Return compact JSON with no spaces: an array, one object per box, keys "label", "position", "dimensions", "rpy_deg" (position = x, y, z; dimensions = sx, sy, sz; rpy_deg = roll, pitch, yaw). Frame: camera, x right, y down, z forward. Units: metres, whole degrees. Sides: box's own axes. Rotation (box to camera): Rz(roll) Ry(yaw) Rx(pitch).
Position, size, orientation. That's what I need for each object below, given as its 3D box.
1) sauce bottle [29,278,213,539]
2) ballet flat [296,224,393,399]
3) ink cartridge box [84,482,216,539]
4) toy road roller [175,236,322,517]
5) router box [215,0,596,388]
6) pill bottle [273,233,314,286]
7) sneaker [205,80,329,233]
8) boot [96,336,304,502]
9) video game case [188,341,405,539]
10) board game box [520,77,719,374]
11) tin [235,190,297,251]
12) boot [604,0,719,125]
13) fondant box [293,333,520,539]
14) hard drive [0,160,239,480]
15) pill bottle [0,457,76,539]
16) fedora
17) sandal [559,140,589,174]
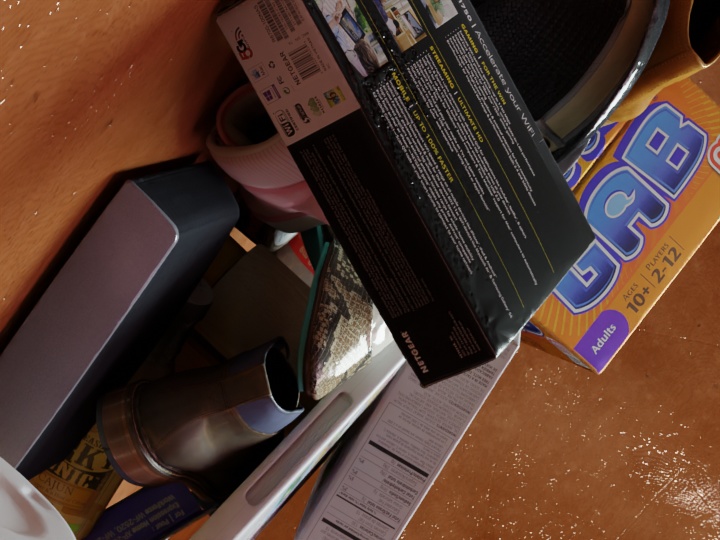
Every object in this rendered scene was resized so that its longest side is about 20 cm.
[{"label":"sauce bottle","position":[-0.153,0.083,1.010],"dimensions":[0.201,0.064,0.065],"rpy_deg":[-58,171,22]},{"label":"ballet flat","position":[0.000,0.000,0.979],"dimensions":[0.201,0.075,0.068],"rpy_deg":[-93,-175,-57]},{"label":"ink cartridge box","position":[-0.200,0.201,1.106],"dimensions":[0.197,0.044,0.200],"rpy_deg":[-30,176,-21]},{"label":"toy road roller","position":[-0.073,0.057,1.149],"dimensions":[0.200,0.123,0.146],"rpy_deg":[-51,175,38]},{"label":"router box","position":[0.029,-0.065,0.827],"dimensions":[0.051,0.201,0.149],"rpy_deg":[-23,-170,34]},{"label":"pill bottle","position":[-0.052,0.052,1.349],"dimensions":[0.200,0.109,0.109],"rpy_deg":[-53,174,15]},{"label":"sneaker","position":[-0.043,-0.072,0.934],"dimensions":[0.076,0.104,0.200],"rpy_deg":[-57,-156,-5]},{"label":"boot","position":[-0.061,0.084,0.959],"dimensions":[0.096,0.075,0.200],"rpy_deg":[-20,170,17]},{"label":"video game case","position":[-0.059,0.136,1.016],"dimensions":[0.182,0.024,0.200],"rpy_deg":[-46,174,-28]},{"label":"board game box","position":[0.130,-0.075,1.248],"dimensions":[0.200,0.200,0.200],"rpy_deg":[-51,-166,-5]},{"label":"tin","position":[-0.016,-0.086,1.142],"dimensions":[0.200,0.042,0.112],"rpy_deg":[-46,176,-40]},{"label":"boot","position":[0.190,-0.169,1.056],"dimensions":[0.144,0.071,0.202],"rpy_deg":[-25,-148,45]},{"label":"fondant box","position":[0.033,0.090,1.094],"dimensions":[0.201,0.058,0.144],"rpy_deg":[-59,-177,19]},{"label":"hard drive","position":[-0.142,0.035,0.891],"dimensions":[0.200,0.042,0.135],"rpy_deg":[-53,174,15]},{"label":"pill bottle","position":[-0.226,0.173,0.750],"dimensions":[0.200,0.114,0.114],"rpy_deg":[-51,174,3]},{"label":"fedora","position":[0.087,-0.140,1.001],"dimensions":[0.201,0.091,0.201],"rpy_deg":[-43,-153,29]},{"label":"sandal","position":[0.077,-0.060,1.106],"dimensions":[0.200,0.076,0.043],"rpy_deg":[-36,-159,-6]}]
